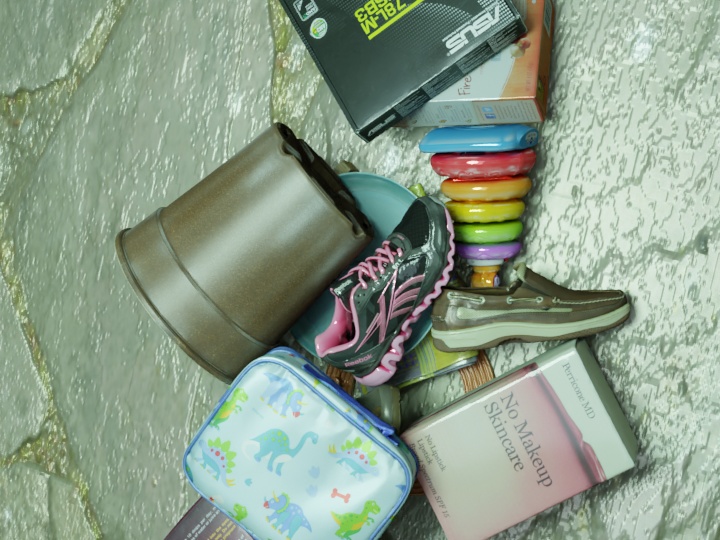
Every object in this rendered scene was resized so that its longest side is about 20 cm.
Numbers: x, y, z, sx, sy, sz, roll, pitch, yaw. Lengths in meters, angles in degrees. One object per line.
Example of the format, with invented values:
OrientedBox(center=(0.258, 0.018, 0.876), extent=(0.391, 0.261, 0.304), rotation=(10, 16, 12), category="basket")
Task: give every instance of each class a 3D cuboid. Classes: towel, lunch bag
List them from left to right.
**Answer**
OrientedBox(center=(-0.053, 0.182, 1.154), extent=(0.199, 0.082, 0.162), rotation=(37, 98, 4), category="lunch bag")
OrientedBox(center=(0.035, 0.024, 1.283), extent=(0.142, 0.023, 0.203), rotation=(-18, 84, 22), category="towel")

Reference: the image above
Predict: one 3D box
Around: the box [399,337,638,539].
OrientedBox(center=(0.157, 0.168, 1.200), extent=(0.198, 0.109, 0.129), rotation=(-29, 86, 14), category="box")

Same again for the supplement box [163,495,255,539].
OrientedBox(center=(-0.091, 0.314, 1.195), extent=(0.086, 0.110, 0.200), rotation=(-47, 70, 5), category="supplement box")

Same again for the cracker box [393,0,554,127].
OrientedBox(center=(0.095, -0.221, 1.260), extent=(0.197, 0.058, 0.136), rotation=(0, 69, 21), category="cracker box")

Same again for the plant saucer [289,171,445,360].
OrientedBox(center=(0.000, 0.000, 1.271), extent=(0.197, 0.027, 0.204), rotation=(0, 91, 23), category="plant saucer")

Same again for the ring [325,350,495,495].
OrientedBox(center=(0.049, 0.138, 1.301), extent=(0.197, 0.019, 0.204), rotation=(-1, 87, 21), category="ring")

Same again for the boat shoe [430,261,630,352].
OrientedBox(center=(0.167, 0.030, 1.203), extent=(0.199, 0.075, 0.076), rotation=(-8, 98, -6), category="boat shoe")

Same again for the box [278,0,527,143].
OrientedBox(center=(0.036, -0.264, 1.225), extent=(0.198, 0.047, 0.195), rotation=(-33, 69, 11), category="box")

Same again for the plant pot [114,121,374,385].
OrientedBox(center=(-0.103, -0.024, 1.206), extent=(0.198, 0.200, 0.201), rotation=(-40, 75, 10), category="plant pot")

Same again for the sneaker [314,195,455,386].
OrientedBox(center=(0.019, 0.015, 1.190), extent=(0.079, 0.094, 0.202), rotation=(38, 106, 54), category="sneaker")

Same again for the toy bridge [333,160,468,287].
OrientedBox(center=(0.029, -0.026, 1.311), extent=(0.067, 0.027, 0.200), rotation=(-47, 74, 15), category="toy bridge")

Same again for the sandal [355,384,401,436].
OrientedBox(center=(-0.017, 0.175, 1.249), extent=(0.200, 0.054, 0.083), rotation=(131, 139, -54), category="sandal")

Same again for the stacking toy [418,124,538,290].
OrientedBox(center=(0.127, -0.045, 1.246), extent=(0.108, 0.116, 0.204), rotation=(1, 99, 22), category="stacking toy")
